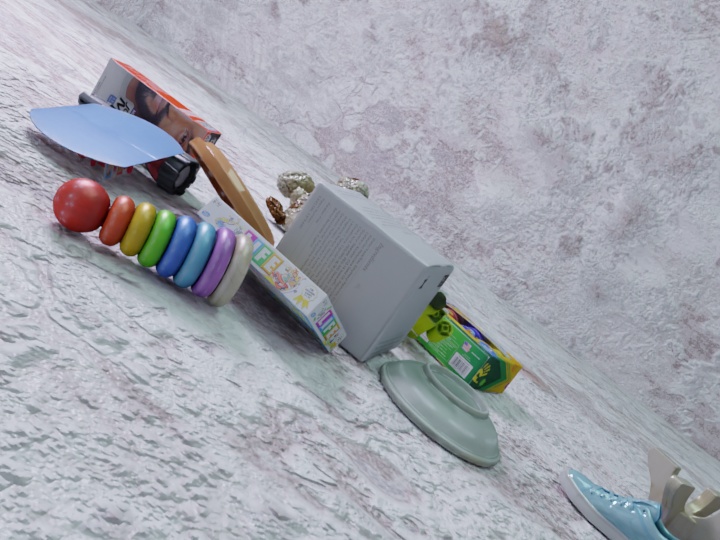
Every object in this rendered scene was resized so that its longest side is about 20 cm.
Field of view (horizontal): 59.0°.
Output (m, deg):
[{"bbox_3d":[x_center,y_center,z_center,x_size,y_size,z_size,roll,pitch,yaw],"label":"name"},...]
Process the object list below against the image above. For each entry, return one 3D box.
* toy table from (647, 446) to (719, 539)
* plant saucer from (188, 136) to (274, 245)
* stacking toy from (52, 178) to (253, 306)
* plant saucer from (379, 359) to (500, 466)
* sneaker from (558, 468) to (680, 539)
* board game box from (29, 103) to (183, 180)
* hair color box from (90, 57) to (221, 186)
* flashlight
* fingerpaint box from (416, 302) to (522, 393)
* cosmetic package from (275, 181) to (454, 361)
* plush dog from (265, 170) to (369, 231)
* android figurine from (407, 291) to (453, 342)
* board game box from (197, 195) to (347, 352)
[{"bbox_3d":[0.499,0.383,0.999,0.200,0.117,0.184,22,17,-49],"label":"toy table"},{"bbox_3d":[-0.180,-0.104,0.920,0.201,0.032,0.200,55,-9,13],"label":"plant saucer"},{"bbox_3d":[-0.217,-0.038,0.665,0.199,0.086,0.085,27,13,-22],"label":"stacking toy"},{"bbox_3d":[0.118,0.177,0.865,0.200,0.050,0.200,34,10,-7],"label":"plant saucer"},{"bbox_3d":[0.374,0.338,0.886,0.200,0.082,0.074,42,11,28],"label":"sneaker"},{"bbox_3d":[-0.347,-0.172,0.871,0.157,0.039,0.200,30,24,8],"label":"board game box"},{"bbox_3d":[-0.340,-0.236,1.030,0.200,0.111,0.064,36,11,3],"label":"hair color box"},{"bbox_3d":[-0.344,-0.192,0.975,0.199,0.068,0.068,33,13,9],"label":"flashlight"},{"bbox_3d":[0.186,0.134,1.199,0.200,0.074,0.167,44,13,35],"label":"fingerpaint box"},{"bbox_3d":[0.000,0.000,0.931,0.200,0.165,0.165,39,13,16],"label":"cosmetic package"},{"bbox_3d":[-0.095,-0.109,1.283,0.199,0.161,0.172,10,20,15],"label":"plush dog"},{"bbox_3d":[0.081,0.050,1.088,0.182,0.041,0.200,50,-20,6],"label":"android figurine"},{"bbox_3d":[-0.107,0.007,0.790,0.200,0.034,0.135,41,-12,23],"label":"board game box"}]
